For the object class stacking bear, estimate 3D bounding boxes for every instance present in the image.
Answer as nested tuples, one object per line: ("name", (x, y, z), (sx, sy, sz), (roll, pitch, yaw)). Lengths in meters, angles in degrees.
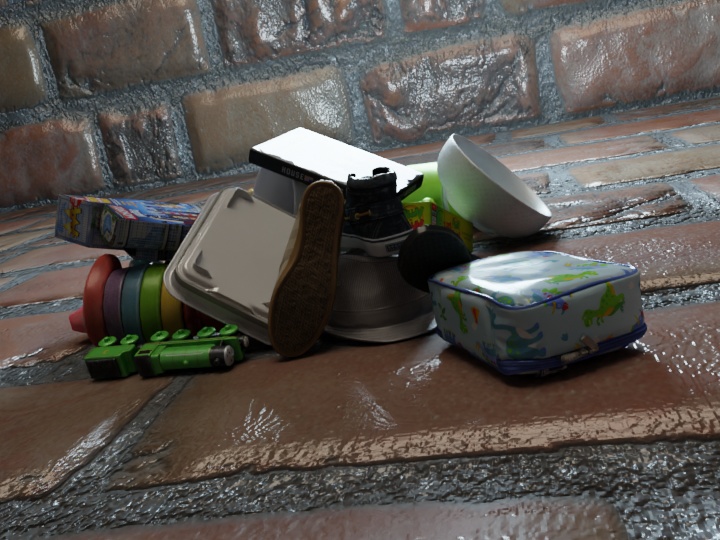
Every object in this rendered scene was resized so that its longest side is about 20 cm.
("stacking bear", (-0.233, 0.042, 1.097), (0.199, 0.122, 0.114), (-2, 11, 4))

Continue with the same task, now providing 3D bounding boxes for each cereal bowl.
("cereal bowl", (0.193, -0.117, 1.344), (0.083, 0.200, 0.200), (-50, 0, 19))

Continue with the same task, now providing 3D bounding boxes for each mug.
("mug", (-0.062, -0.097, 1.287), (0.175, 0.148, 0.200), (1, 23, -31))

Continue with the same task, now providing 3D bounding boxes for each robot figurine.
("robot figurine", (0.135, -0.129, 1.508), (0.199, 0.116, 0.175), (-1, 22, 34))

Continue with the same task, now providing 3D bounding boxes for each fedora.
("fedora", (0.021, 0.014, 1.038), (0.176, 0.091, 0.200), (-16, 14, -23))

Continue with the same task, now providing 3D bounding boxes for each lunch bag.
("lunch bag", (0.171, 0.034, 0.855), (0.160, 0.083, 0.200), (-15, 13, -19))

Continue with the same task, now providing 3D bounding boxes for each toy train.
("toy train", (-0.224, 0.096, 0.999), (0.199, 0.042, 0.056), (-6, 23, 17))

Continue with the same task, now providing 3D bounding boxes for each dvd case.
("dvd case", (-0.030, -0.138, 1.175), (0.199, 0.025, 0.150), (22, 26, 16))

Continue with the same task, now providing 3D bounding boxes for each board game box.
("board game box", (-0.291, -0.053, 1.146), (0.199, 0.062, 0.200), (4, 11, -26))
("board game box", (0.083, -0.056, 1.232), (0.101, 0.048, 0.200), (-3, -6, 23))

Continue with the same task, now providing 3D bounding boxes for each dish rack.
("dish rack", (-0.128, -0.017, 1.056), (0.171, 0.044, 0.200), (28, 45, -7))

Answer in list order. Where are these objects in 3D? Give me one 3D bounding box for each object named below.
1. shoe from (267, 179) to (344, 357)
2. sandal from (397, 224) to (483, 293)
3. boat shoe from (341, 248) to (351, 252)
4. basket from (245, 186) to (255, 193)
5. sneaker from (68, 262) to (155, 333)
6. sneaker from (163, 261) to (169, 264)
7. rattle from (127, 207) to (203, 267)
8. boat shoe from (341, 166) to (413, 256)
("shoe", (-0.056, 0.000, 0.983), (0.070, 0.201, 0.053), (15, -5, -3))
("sandal", (0.093, -0.009, 0.962), (0.075, 0.048, 0.200), (-37, -32, 15))
("boat shoe", (0.000, 0.000, 1.188), (0.199, 0.071, 0.064), (-7, -6, 26))
("basket", (-0.120, -0.071, 1.374), (0.199, 0.144, 0.149), (-15, 7, -20))
("sneaker", (-0.346, 0.040, 1.257), (0.086, 0.074, 0.200), (-9, 11, 19))
("sneaker", (-0.248, 0.003, 1.279), (0.071, 0.083, 0.200), (18, 21, 2))
("rattle", (-0.288, -0.015, 1.467), (0.200, 0.130, 0.143), (-42, 10, -13))
("boat shoe", (0.008, -0.075, 1.019), (0.070, 0.091, 0.200), (-15, 11, -17))
